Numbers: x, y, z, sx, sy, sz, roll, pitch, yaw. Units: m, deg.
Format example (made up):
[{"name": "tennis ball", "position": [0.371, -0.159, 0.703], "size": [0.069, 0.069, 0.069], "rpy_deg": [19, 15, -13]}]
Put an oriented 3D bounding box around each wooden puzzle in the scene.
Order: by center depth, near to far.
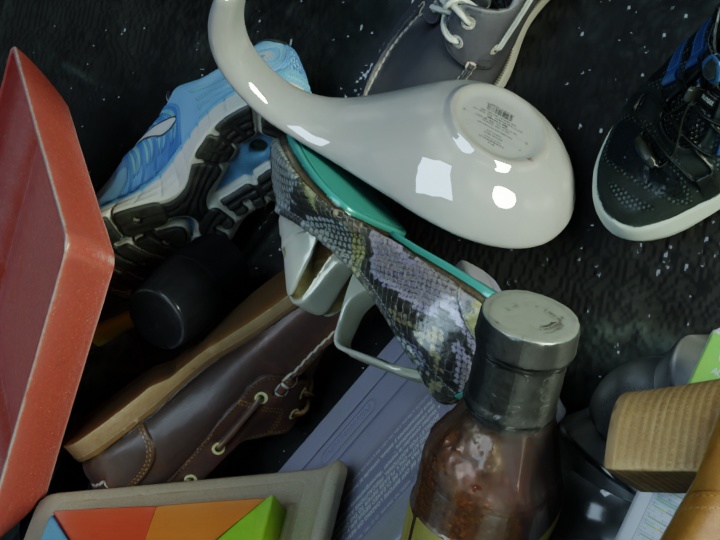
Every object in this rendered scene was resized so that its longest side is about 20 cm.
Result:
[{"name": "wooden puzzle", "position": [-0.109, 0.172, 0.776], "size": [0.199, 0.037, 0.186], "rpy_deg": [-12, 43, 28]}]

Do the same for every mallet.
[{"name": "mallet", "position": [-0.135, 0.029, 0.933], "size": [0.200, 0.066, 0.041], "rpy_deg": [-22, 105, 51]}]

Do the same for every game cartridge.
[{"name": "game cartridge", "position": [0.011, 0.103, 0.800], "size": [0.200, 0.038, 0.130], "rpy_deg": [-50, 31, 15]}]

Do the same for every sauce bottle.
[{"name": "sauce bottle", "position": [0.051, 0.104, 0.694], "size": [0.066, 0.066, 0.201], "rpy_deg": [35, 127, 34]}]

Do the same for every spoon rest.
[{"name": "spoon rest", "position": [0.015, -0.075, 0.799], "size": [0.061, 0.199, 0.100], "rpy_deg": [-55, 7, 45]}]

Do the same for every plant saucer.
[{"name": "plant saucer", "position": [-0.181, 0.013, 0.901], "size": [0.200, 0.036, 0.201], "rpy_deg": [-116, 40, -51]}]

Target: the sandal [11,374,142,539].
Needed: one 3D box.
[{"name": "sandal", "position": [-0.167, 0.148, 0.936], "size": [0.076, 0.043, 0.201], "rpy_deg": [40, 103, 33]}]

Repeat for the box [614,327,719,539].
[{"name": "box", "position": [0.159, 0.142, 0.637], "size": [0.144, 0.036, 0.201], "rpy_deg": [28, 97, 34]}]

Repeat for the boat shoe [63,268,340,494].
[{"name": "boat shoe", "position": [-0.060, 0.058, 0.875], "size": [0.200, 0.070, 0.070], "rpy_deg": [-37, 100, 11]}]

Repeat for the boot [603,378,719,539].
[{"name": "boot", "position": [0.151, 0.130, 0.578], "size": [0.143, 0.071, 0.203], "rpy_deg": [-4, 73, 36]}]

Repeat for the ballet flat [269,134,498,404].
[{"name": "ballet flat", "position": [0.000, 0.000, 0.778], "size": [0.072, 0.072, 0.200], "rpy_deg": [-58, 43, 9]}]

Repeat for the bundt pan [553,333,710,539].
[{"name": "bundt pan", "position": [0.155, 0.120, 0.711], "size": [0.201, 0.076, 0.203], "rpy_deg": [-7, 77, 32]}]

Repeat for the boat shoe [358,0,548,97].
[{"name": "boat shoe", "position": [0.057, -0.142, 0.837], "size": [0.200, 0.063, 0.073], "rpy_deg": [-48, 61, 17]}]

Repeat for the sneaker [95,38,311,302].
[{"name": "sneaker", "position": [-0.094, -0.055, 0.927], "size": [0.200, 0.078, 0.090], "rpy_deg": [-35, 36, 29]}]

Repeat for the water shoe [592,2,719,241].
[{"name": "water shoe", "position": [0.169, -0.097, 0.744], "size": [0.200, 0.079, 0.072], "rpy_deg": [-45, 59, 18]}]
